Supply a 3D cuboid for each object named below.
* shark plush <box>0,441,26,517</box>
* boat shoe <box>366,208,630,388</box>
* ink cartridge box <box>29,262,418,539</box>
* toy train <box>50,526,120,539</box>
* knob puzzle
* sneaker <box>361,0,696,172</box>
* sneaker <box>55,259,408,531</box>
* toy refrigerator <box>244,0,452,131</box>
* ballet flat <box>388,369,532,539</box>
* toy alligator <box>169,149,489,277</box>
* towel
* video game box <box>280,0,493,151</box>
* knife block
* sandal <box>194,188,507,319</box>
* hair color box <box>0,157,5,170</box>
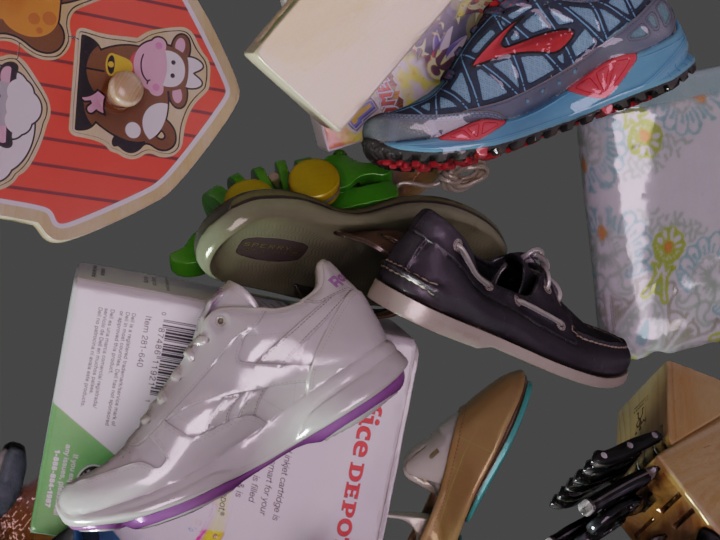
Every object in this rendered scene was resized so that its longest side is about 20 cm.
[{"bbox_3d":[-0.246,0.186,0.835,0.090,0.083,0.202,6,97,-11],"label":"shark plush"},{"bbox_3d":[0.093,0.018,0.830,0.199,0.072,0.063,19,95,-38],"label":"boat shoe"},{"bbox_3d":[-0.080,0.087,0.850,0.198,0.084,0.146,11,96,-10],"label":"ink cartridge box"},{"bbox_3d":[-0.182,0.229,0.788,0.199,0.087,0.115,-35,116,0],"label":"toy train"},{"bbox_3d":[-0.156,-0.115,0.805,0.218,0.030,0.222,5,80,-28],"label":"knob puzzle"},{"bbox_3d":[0.085,-0.118,0.822,0.198,0.079,0.096,-21,92,-13],"label":"sneaker"},{"bbox_3d":[-0.078,0.067,0.778,0.199,0.075,0.100,-29,87,-10],"label":"sneaker"},{"bbox_3d":[0.023,-0.175,0.793,0.070,0.076,0.200,41,91,-12],"label":"toy refrigerator"},{"bbox_3d":[0.043,0.147,0.891,0.063,0.069,0.202,21,92,2],"label":"ballet flat"},{"bbox_3d":[-0.024,-0.047,0.863,0.198,0.060,0.054,-19,56,-13],"label":"toy alligator"},{"bbox_3d":[0.236,-0.044,0.905,0.198,0.048,0.173,-10,98,-8],"label":"towel"},{"bbox_3d":[0.038,-0.190,0.854,0.181,0.047,0.202,-16,100,-5],"label":"video game box"},{"bbox_3d":[0.208,0.151,0.865,0.198,0.177,0.064,21,138,-12],"label":"knife block"},{"bbox_3d":[-0.001,0.001,0.836,0.199,0.058,0.080,2,131,-33],"label":"sandal"},{"bbox_3d":[-0.306,-0.044,0.807,0.199,0.065,0.110,-37,101,-5],"label":"hair color box"}]
